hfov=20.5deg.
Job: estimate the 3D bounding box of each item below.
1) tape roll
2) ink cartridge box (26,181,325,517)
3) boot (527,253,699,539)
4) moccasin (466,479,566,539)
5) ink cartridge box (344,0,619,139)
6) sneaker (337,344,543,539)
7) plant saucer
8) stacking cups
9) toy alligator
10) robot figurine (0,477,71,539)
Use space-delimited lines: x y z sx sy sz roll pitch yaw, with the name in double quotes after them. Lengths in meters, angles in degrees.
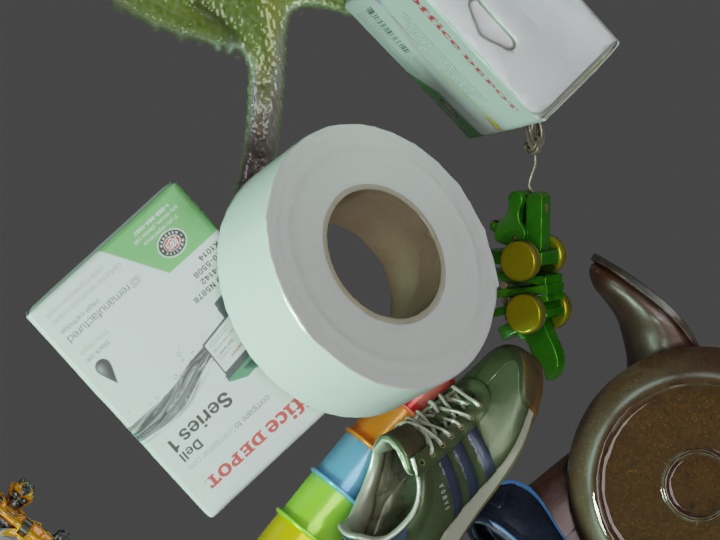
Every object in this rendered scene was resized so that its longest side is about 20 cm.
0.000 0.000 1.426 0.202 0.071 0.204 16 60 -30 "tape roll"
-0.123 0.057 1.448 0.146 0.084 0.200 -43 98 -6 "ink cartridge box"
0.180 0.115 1.519 0.200 0.064 0.186 -44 88 2 "boot"
0.140 0.254 1.483 0.200 0.068 0.080 51 127 5 "moccasin"
0.082 -0.177 1.418 0.088 0.200 0.145 -45 98 -6 "ink cartridge box"
0.055 0.133 1.446 0.090 0.067 0.201 35 84 -41 "sneaker"
0.249 0.156 1.459 0.199 0.034 0.202 0 90 12 "plant saucer"
-0.003 0.150 1.483 0.060 0.060 0.200 40 85 -9 "stacking cups"
0.120 -0.016 1.507 0.054 0.059 0.201 -5 93 31 "toy alligator"
-0.301 0.233 1.436 0.145 0.058 0.200 40 85 -11 "robot figurine"
